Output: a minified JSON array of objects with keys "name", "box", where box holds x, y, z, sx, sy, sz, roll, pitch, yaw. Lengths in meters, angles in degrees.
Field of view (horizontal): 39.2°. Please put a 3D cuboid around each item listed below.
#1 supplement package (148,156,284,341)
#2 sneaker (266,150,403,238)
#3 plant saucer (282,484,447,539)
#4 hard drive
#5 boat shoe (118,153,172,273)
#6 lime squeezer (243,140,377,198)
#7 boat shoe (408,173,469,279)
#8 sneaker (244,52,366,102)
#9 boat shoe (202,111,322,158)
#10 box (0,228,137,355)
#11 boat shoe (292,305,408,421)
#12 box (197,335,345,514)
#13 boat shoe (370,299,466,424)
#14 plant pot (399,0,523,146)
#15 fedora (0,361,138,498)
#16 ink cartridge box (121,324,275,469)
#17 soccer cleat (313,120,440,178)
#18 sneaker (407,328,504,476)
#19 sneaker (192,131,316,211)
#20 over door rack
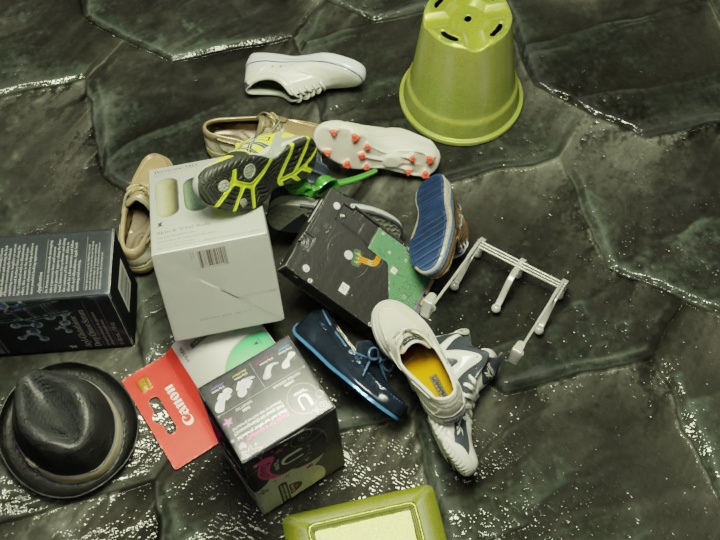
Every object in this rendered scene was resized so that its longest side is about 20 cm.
[{"name":"supplement package","box":[-0.199,-0.036,1.378,0.151,0.151,0.200,-11,39,-5]},{"name":"sneaker","box":[-0.036,-0.110,1.492,0.202,0.077,0.146,13,39,-14]},{"name":"plant saucer","box":[0.016,0.366,1.227,0.199,0.048,0.200,-11,60,-5]},{"name":"hard drive","box":[0.000,0.000,1.392,0.200,0.038,0.140,35,64,-15]},{"name":"boat shoe","box":[-0.316,-0.097,1.492,0.072,0.065,0.201,4,60,4]},{"name":"lime squeezer","box":[-0.068,-0.130,1.417,0.199,0.038,0.071,9,38,-19]},{"name":"boat shoe","box":[0.120,-0.054,1.432,0.072,0.072,0.200,-28,34,31]},{"name":"sneaker","box":[-0.090,-0.301,1.618,0.199,0.073,0.071,4,68,15]},{"name":"boat shoe","box":[-0.143,-0.208,1.559,0.199,0.065,0.072,0,60,2]},{"name":"box","box":[-0.420,0.031,1.382,0.199,0.149,0.107,-4,59,0]},{"name":"boat shoe","box":[-0.007,0.117,1.351,0.200,0.084,0.069,41,82,20]},{"name":"box","box":[-0.105,0.197,1.242,0.132,0.200,0.115,-30,62,-14]},{"name":"boat shoe","box":[0.069,0.102,1.290,0.071,0.070,0.200,-25,53,-6]},{"name":"plant pot","box":[0.158,-0.326,1.548,0.200,0.184,0.201,-1,60,2]},{"name":"fedora","box":[-0.391,0.191,1.318,0.200,0.092,0.201,-1,59,1]},{"name":"ink cartridge box","box":[-0.204,0.146,1.366,0.200,0.050,0.161,-30,63,-17]},{"name":"soccer cleat","box":[0.023,-0.188,1.528,0.199,0.069,0.078,12,35,-14]},{"name":"sneaker","box":[0.141,0.160,1.324,0.129,0.080,0.199,-24,51,-2]},{"name":"sneaker","box":[-0.146,-0.131,1.321,0.076,0.076,0.200,21,31,34]},{"name":"over door rack","box":[0.182,0.045,1.382,0.147,0.067,0.200,27,40,16]}]
